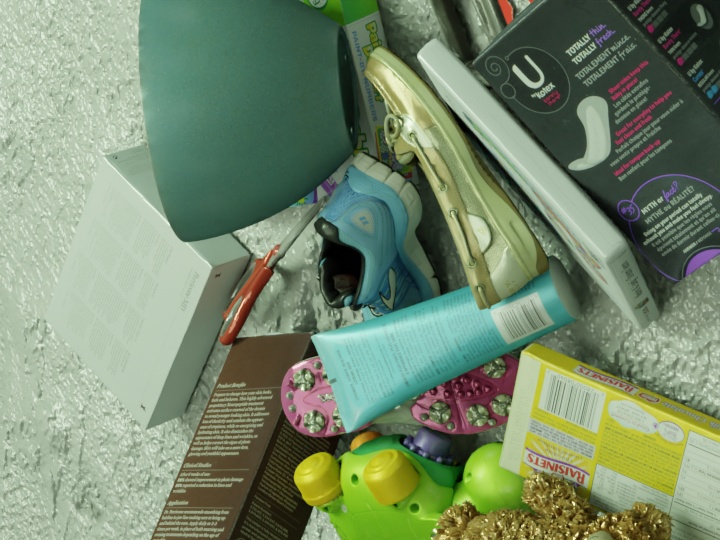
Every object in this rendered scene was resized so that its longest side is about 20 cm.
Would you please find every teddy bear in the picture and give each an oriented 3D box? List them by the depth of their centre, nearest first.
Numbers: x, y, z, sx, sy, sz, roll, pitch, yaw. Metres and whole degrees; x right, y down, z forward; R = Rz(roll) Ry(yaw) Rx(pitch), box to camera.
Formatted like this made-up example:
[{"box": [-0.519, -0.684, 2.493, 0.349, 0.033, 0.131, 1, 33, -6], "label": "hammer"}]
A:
[{"box": [0.126, 0.209, 1.668, 0.200, 0.145, 0.067, 15, 153, 42], "label": "teddy bear"}]

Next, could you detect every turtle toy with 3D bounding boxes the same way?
[{"box": [0.054, 0.179, 1.812, 0.200, 0.101, 0.146, -8, 122, 44], "label": "turtle toy"}]

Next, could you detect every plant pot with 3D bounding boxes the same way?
[{"box": [-0.075, -0.127, 1.730, 0.135, 0.200, 0.200, -7, 103, 8], "label": "plant pot"}]

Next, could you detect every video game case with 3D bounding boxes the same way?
[{"box": [0.125, -0.057, 1.621, 0.024, 0.182, 0.200, -41, 69, 0], "label": "video game case"}]

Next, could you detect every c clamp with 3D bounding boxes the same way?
[{"box": [0.085, -0.156, 1.650, 0.171, 0.027, 0.200, 66, 173, -14], "label": "c clamp"}]

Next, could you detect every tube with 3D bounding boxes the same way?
[{"box": [0.062, 0.049, 1.730, 0.200, 0.050, 0.077, -23, 80, 19], "label": "tube"}]

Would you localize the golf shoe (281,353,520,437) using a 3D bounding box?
[{"box": [0.043, 0.085, 1.804, 0.200, 0.092, 0.075, -1, 95, 16], "label": "golf shoe"}]

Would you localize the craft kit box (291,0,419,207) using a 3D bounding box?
[{"box": [-0.056, -0.149, 1.847, 0.197, 0.049, 0.200, -7, 99, 43], "label": "craft kit box"}]

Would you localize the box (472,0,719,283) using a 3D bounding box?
[{"box": [0.194, -0.113, 1.521, 0.200, 0.106, 0.122, 47, 134, -4], "label": "box"}]

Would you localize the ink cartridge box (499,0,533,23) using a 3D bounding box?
[{"box": [0.142, -0.222, 1.616, 0.161, 0.050, 0.200, 56, 133, 15], "label": "ink cartridge box"}]

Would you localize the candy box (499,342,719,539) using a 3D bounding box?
[{"box": [0.197, 0.133, 1.680, 0.200, 0.026, 0.102, 23, 124, 24], "label": "candy box"}]

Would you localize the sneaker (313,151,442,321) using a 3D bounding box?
[{"box": [0.000, 0.000, 1.777, 0.078, 0.090, 0.200, 31, 154, 32], "label": "sneaker"}]

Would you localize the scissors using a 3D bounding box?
[{"box": [-0.070, -0.014, 1.899, 0.014, 0.073, 0.200, 27, 130, -9], "label": "scissors"}]

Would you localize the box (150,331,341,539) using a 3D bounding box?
[{"box": [-0.083, 0.152, 1.878, 0.100, 0.200, 0.075, -5, 146, 47], "label": "box"}]

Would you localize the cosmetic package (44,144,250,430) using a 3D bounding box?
[{"box": [-0.187, 0.016, 2.033, 0.151, 0.052, 0.200, 47, 133, 25], "label": "cosmetic package"}]

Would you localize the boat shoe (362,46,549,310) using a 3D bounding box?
[{"box": [0.056, -0.068, 1.678, 0.063, 0.073, 0.201, -35, 88, 3], "label": "boat shoe"}]
